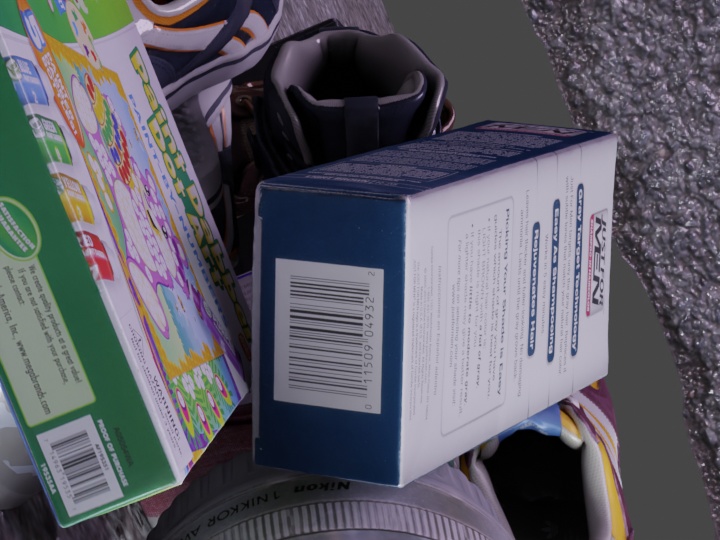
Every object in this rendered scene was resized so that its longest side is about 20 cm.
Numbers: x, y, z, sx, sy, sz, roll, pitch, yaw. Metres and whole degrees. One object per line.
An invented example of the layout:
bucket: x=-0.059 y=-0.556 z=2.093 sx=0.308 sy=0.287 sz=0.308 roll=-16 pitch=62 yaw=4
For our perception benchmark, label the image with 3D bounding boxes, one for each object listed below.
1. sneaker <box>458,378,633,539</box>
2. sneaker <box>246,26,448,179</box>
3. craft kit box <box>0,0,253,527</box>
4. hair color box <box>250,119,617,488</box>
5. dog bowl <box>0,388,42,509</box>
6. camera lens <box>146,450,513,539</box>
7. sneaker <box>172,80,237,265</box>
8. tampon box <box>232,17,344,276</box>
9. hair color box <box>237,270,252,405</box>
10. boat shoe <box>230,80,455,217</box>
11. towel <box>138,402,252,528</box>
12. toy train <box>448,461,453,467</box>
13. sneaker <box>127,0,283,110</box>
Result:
sneaker: x=0.072 y=0.068 z=1.007 sx=0.090 sy=0.074 sz=0.201 roll=75 pitch=-1 yaw=-46
sneaker: x=-0.002 y=0.000 z=0.993 sx=0.146 sy=0.076 sz=0.204 roll=103 pitch=-20 yaw=-63
craft kit box: x=-0.095 y=-0.037 z=0.790 sx=0.198 sy=0.048 sz=0.201 roll=-70 pitch=138 yaw=-82
hair color box: x=0.032 y=0.006 z=0.902 sx=0.200 sy=0.060 sz=0.101 roll=-18 pitch=113 yaw=-62
dog bowl: x=-0.131 y=-0.020 z=0.865 sx=0.200 sy=0.058 sz=0.201 roll=-22 pitch=90 yaw=-82
camera lens: x=-0.004 y=0.174 z=0.848 sx=0.201 sy=0.159 sz=0.161 roll=-100 pitch=166 yaw=-54
sneaker: x=-0.093 y=-0.046 z=1.068 sx=0.200 sy=0.078 sz=0.080 roll=-95 pitch=-177 yaw=-62
tampon box: x=-0.024 y=-0.031 z=1.363 sx=0.200 sy=0.126 sz=0.151 roll=28 pitch=41 yaw=-78
hair color box: x=-0.017 y=0.095 z=1.148 sx=0.065 sy=0.109 sz=0.201 roll=0 pitch=69 yaw=-84
boat shoe: x=-0.040 y=-0.063 z=1.178 sx=0.199 sy=0.072 sz=0.073 roll=-2 pitch=72 yaw=-36
towel: x=-0.010 y=0.145 z=1.001 sx=0.023 sy=0.143 sz=0.201 roll=-41 pitch=113 yaw=-51
toy train: x=0.009 y=0.129 z=1.073 sx=0.200 sy=0.114 sz=0.085 roll=46 pitch=0 yaw=6
sneaker: x=-0.077 y=-0.121 z=1.023 sx=0.200 sy=0.078 sz=0.080 roll=-56 pitch=163 yaw=-62
